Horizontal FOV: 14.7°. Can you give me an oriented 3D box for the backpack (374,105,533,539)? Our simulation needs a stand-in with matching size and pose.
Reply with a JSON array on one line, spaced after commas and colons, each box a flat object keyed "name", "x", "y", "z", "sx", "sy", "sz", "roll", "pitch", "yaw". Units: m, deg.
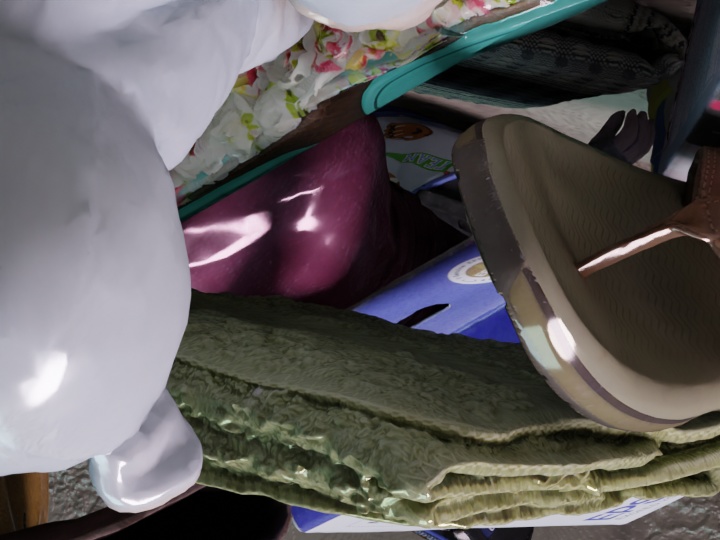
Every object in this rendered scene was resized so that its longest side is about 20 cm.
[{"name": "backpack", "x": 0.020, "y": 0.016, "z": 1.207, "sx": 0.154, "sy": 0.201, "sz": 0.190, "roll": 25, "pitch": -179, "yaw": 34}]

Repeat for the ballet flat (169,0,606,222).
[{"name": "ballet flat", "x": -0.010, "y": -0.062, "z": 0.679, "sx": 0.199, "sy": 0.064, "sz": 0.076, "roll": -26, "pitch": -178, "yaw": 15}]

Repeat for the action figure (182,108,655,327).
[{"name": "action figure", "x": 0.000, "y": 0.000, "z": 0.878, "sx": 0.200, "sy": 0.150, "sz": 0.134, "roll": 29, "pitch": 162, "yaw": -36}]

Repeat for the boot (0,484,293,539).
[{"name": "boot", "x": -0.135, "y": 0.113, "z": 0.857, "sx": 0.199, "sy": 0.073, "sz": 0.166, "roll": -16, "pitch": 167, "yaw": -39}]

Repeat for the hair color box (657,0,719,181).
[{"name": "hair color box", "x": 0.134, "y": -0.049, "z": 0.696, "sx": 0.099, "sy": 0.061, "sz": 0.200, "roll": 13, "pitch": 177, "yaw": 3}]

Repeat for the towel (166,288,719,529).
[{"name": "towel", "x": -0.012, "y": 0.030, "z": 0.708, "sx": 0.199, "sy": 0.037, "sz": 0.148, "roll": 10, "pitch": -175, "yaw": 39}]

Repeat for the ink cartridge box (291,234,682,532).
[{"name": "ink cartridge box", "x": 0.069, "y": 0.036, "z": 0.857, "sx": 0.199, "sy": 0.043, "sz": 0.196, "roll": 0, "pitch": 159, "yaw": -38}]

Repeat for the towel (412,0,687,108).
[{"name": "towel", "x": -0.013, "y": -0.088, "z": 0.892, "sx": 0.199, "sy": 0.035, "sz": 0.193, "roll": 11, "pitch": 179, "yaw": -9}]

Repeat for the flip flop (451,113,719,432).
[{"name": "flip flop", "x": 0.096, "y": 0.002, "z": 0.666, "sx": 0.200, "sy": 0.081, "sz": 0.058, "roll": 19, "pitch": 133, "yaw": -40}]

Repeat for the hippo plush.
[{"name": "hippo plush", "x": -0.050, "y": -0.032, "z": 0.561, "sx": 0.159, "sy": 0.162, "sz": 0.200, "roll": 17, "pitch": 164, "yaw": -35}]

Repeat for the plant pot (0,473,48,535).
[{"name": "plant pot", "x": -0.214, "y": 0.066, "z": 0.974, "sx": 0.199, "sy": 0.187, "sz": 0.186, "roll": -5, "pitch": 175, "yaw": 2}]

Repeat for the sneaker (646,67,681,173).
[{"name": "sneaker", "x": 0.127, "y": -0.010, "z": 0.936, "sx": 0.075, "sy": 0.106, "sz": 0.200, "roll": 12, "pitch": 176, "yaw": 9}]
